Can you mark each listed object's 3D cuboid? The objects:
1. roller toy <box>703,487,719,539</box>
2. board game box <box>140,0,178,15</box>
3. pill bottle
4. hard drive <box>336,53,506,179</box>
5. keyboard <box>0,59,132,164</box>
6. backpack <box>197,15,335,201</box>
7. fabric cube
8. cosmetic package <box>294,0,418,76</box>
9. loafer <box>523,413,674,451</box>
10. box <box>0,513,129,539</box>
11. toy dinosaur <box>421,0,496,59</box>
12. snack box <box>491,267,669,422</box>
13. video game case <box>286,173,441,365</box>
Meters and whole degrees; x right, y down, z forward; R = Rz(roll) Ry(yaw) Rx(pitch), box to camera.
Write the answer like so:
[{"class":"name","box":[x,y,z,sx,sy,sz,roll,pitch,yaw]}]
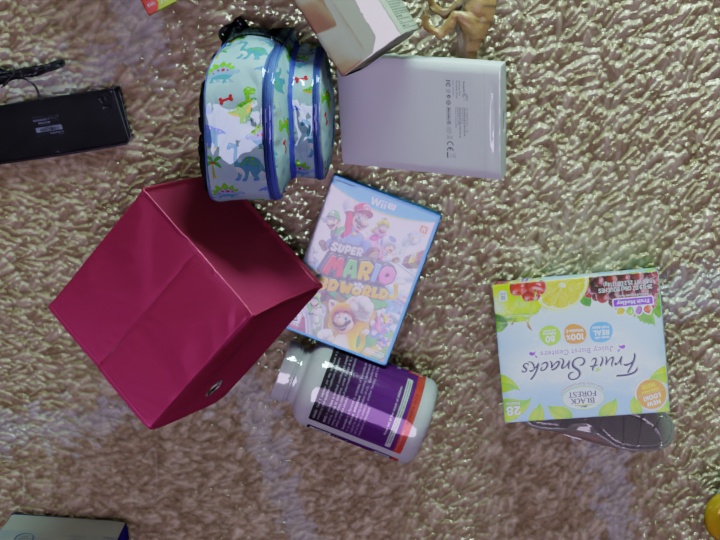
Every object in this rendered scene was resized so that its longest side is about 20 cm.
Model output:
[{"class":"roller toy","box":[0.536,0.336,1.533,0.181,0.140,0.202,-20,109,16]},{"class":"board game box","box":[-0.238,-0.401,1.373,0.101,0.048,0.202,-22,109,17]},{"class":"pill bottle","box":[-0.009,0.159,1.551,0.198,0.113,0.113,21,115,-1]},{"class":"hard drive","box":[0.070,-0.179,1.407,0.198,0.027,0.134,8,117,22]},{"class":"keyboard","box":[-0.386,-0.200,1.501,0.197,0.021,0.128,-7,118,10]},{"class":"backpack","box":[-0.102,-0.173,1.370,0.145,0.200,0.185,2,113,8]},{"class":"fabric cube","box":[-0.202,0.031,1.451,0.200,0.196,0.199,48,112,9]},{"class":"cosmetic package","box":[-0.030,-0.320,1.329,0.087,0.103,0.201,-31,94,19]},{"class":"loafer","box":[0.294,0.186,1.555,0.197,0.063,0.073,10,77,2]},{"class":"box","box":[-0.420,0.462,1.751,0.181,0.105,0.202,2,115,8]},{"class":"toy dinosaur","box":[0.120,-0.273,1.370,0.105,0.061,0.202,13,115,1]},{"class":"snack box","box":[0.265,0.090,1.479,0.197,0.068,0.171,-4,93,12]},{"class":"video game case","box":[0.000,0.000,1.506,0.142,0.018,0.202,20,101,0]}]
